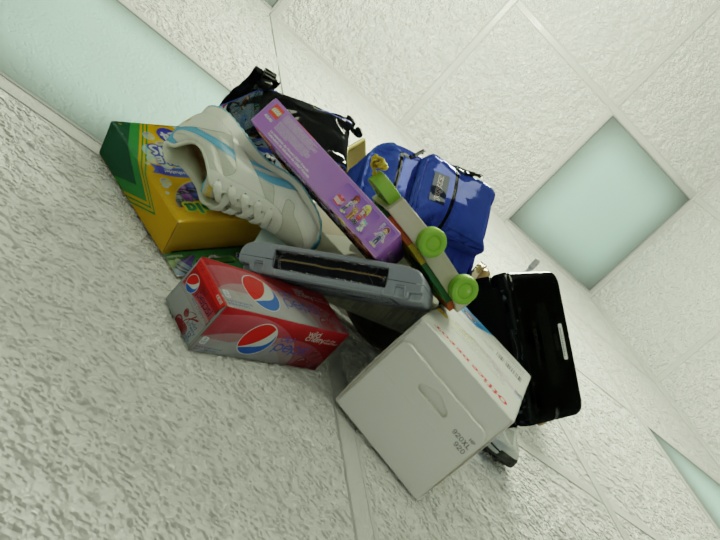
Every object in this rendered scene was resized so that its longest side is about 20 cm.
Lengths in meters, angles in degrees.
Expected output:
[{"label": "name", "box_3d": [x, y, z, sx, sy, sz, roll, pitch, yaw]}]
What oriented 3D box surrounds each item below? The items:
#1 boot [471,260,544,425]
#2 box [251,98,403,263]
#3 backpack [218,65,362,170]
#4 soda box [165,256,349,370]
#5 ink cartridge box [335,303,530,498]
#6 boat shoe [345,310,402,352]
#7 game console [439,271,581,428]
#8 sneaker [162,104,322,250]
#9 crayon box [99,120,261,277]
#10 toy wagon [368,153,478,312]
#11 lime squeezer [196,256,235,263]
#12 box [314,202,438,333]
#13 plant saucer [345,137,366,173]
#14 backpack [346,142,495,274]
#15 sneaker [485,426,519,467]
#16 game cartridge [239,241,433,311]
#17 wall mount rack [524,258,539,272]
[{"label": "boot", "box_3d": [0.213, 0.104, 1.067, 0.199, 0.066, 0.176, 35, 56, 1]}, {"label": "box", "box_3d": [-0.032, -0.087, 0.811, 0.200, 0.039, 0.137, 48, -3, 10]}, {"label": "backpack", "box_3d": [-0.129, -0.177, 1.046, 0.190, 0.155, 0.199, 6, -10, 46]}, {"label": "soda box", "box_3d": [-0.101, 0.051, 0.762, 0.199, 0.063, 0.070, 20, 29, -54]}, {"label": "ink cartridge box", "box_3d": [0.093, 0.140, 0.862, 0.147, 0.145, 0.200, 48, 17, 10]}, {"label": "boat shoe", "box_3d": [0.044, 0.088, 1.036, 0.200, 0.072, 0.076, 51, 0, -1]}, {"label": "game console", "box_3d": [0.194, 0.111, 1.001, 0.175, 0.116, 0.202, -2, 79, -38]}, {"label": "sneaker", "box_3d": [-0.127, -0.086, 0.792, 0.200, 0.077, 0.081, 43, 53, 5]}, {"label": "crayon box", "box_3d": [-0.195, -0.087, 0.832, 0.125, 0.052, 0.200, -7, 52, -49]}, {"label": "toy wagon", "box_3d": [0.059, -0.042, 0.828, 0.200, 0.039, 0.155, 53, -1, -25]}, {"label": "lime squeezer", "box_3d": [-0.112, 0.008, 0.883, 0.199, 0.038, 0.071, 34, 20, -35]}, {"label": "box", "box_3d": [0.000, 0.000, 0.943, 0.199, 0.095, 0.078, 24, 54, -12]}, {"label": "plant saucer", "box_3d": [-0.026, -0.110, 1.197, 0.048, 0.202, 0.200, 1, 15, 8]}, {"label": "backpack", "box_3d": [0.073, -0.088, 1.009, 0.199, 0.168, 0.164, 23, 62, -17]}, {"label": "sneaker", "box_3d": [0.215, 0.190, 1.084, 0.075, 0.115, 0.201, 37, 19, -25]}, {"label": "game cartridge", "box_3d": [-0.021, 0.009, 0.805, 0.198, 0.041, 0.133, 10, -11, 11]}, {"label": "wall mount rack", "box_3d": [0.180, 0.006, 1.171, 0.200, 0.174, 0.075, 45, 32, -2]}]
